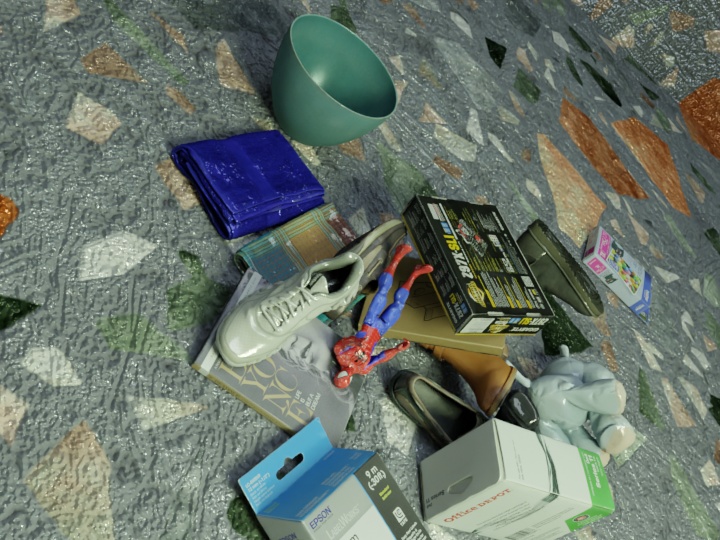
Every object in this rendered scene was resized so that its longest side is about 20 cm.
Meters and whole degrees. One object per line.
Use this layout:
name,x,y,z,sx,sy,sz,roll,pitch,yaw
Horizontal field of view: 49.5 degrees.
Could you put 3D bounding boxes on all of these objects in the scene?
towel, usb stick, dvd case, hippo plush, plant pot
towel,-0.061,-0.004,1.048,0.147,0.022,0.200,52,45,3
usb stick,0.205,0.203,1.042,0.032,0.200,0.056,-28,70,-7
towel,-0.144,-0.128,1.069,0.199,0.049,0.148,-23,77,-51
dvd case,-0.086,0.109,0.931,0.199,0.016,0.149,37,49,-15
hippo plush,0.317,0.210,1.198,0.198,0.161,0.161,9,13,16
plant pot,-0.060,-0.270,1.204,0.199,0.135,0.202,26,43,-26

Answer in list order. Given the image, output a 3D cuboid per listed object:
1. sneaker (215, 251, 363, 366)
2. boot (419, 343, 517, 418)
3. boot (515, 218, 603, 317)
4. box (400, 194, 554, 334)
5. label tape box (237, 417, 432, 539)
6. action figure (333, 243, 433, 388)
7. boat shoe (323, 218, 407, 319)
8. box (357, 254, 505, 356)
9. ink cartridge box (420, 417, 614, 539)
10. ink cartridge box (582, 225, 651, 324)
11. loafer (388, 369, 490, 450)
sneaker,-0.078,0.037,0.894,0.199,0.081,0.075,-34,89,-24
boot,0.135,0.112,1.088,0.154,0.077,0.200,30,26,-4
boot,0.240,0.044,1.178,0.183,0.200,0.072,56,25,19
box,0.159,-0.008,1.065,0.158,0.049,0.201,2,52,-35
label tape box,-0.019,0.266,0.832,0.143,0.066,0.201,-29,87,-51
action figure,0.033,0.059,0.954,0.065,0.099,0.201,40,69,-20
boat shoe,0.000,0.000,1.038,0.200,0.074,0.074,-38,97,-38
box,0.108,0.043,1.105,0.198,0.021,0.164,8,40,8
ink cartridge box,0.193,0.272,0.982,0.199,0.146,0.084,23,44,-31
ink cartridge box,0.559,0.009,1.660,0.200,0.042,0.120,45,38,-8
loafer,0.125,0.203,1.027,0.199,0.063,0.072,37,71,-9
